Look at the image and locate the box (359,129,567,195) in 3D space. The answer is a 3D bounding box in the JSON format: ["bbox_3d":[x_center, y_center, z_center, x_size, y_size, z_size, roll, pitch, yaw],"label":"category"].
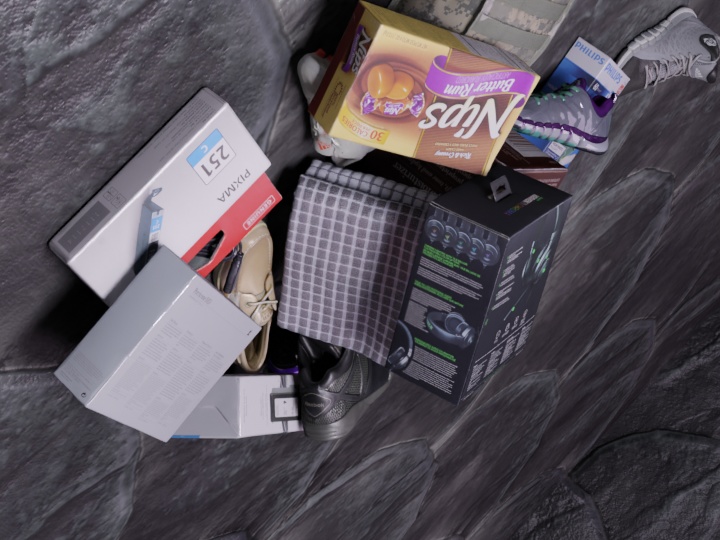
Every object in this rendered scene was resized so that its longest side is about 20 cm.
[{"bbox_3d":[0.100,-0.079,1.509,0.164,0.166,0.201,-8,132,-58],"label":"box"}]

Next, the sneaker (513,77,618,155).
[{"bbox_3d":[0.238,-0.209,1.654,0.198,0.074,0.089,11,99,-34],"label":"sneaker"}]

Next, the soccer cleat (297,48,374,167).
[{"bbox_3d":[-0.024,-0.154,1.313,0.078,0.069,0.200,-45,158,3],"label":"soccer cleat"}]

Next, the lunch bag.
[{"bbox_3d":[0.113,-0.250,1.348,0.163,0.118,0.201,3,126,-53],"label":"lunch bag"}]

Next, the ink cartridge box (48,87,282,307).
[{"bbox_3d":[-0.163,-0.040,1.211,0.200,0.045,0.177,-46,141,-9],"label":"ink cartridge box"}]

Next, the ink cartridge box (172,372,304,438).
[{"bbox_3d":[-0.130,0.151,1.488,0.199,0.115,0.069,7,81,-62],"label":"ink cartridge box"}]

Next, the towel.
[{"bbox_3d":[0.000,0.000,1.385,0.086,0.164,0.202,-63,165,-56],"label":"towel"}]

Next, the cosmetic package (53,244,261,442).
[{"bbox_3d":[-0.184,0.074,1.230,0.151,0.052,0.200,-48,160,-4],"label":"cosmetic package"}]

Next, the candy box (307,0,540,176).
[{"bbox_3d":[0.062,-0.168,1.242,0.198,0.057,0.117,12,118,-35],"label":"candy box"}]

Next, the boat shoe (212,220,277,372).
[{"bbox_3d":[-0.117,0.030,1.411,0.072,0.065,0.201,-30,149,-37],"label":"boat shoe"}]

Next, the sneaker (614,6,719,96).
[{"bbox_3d":[0.448,-0.294,1.871,0.200,0.115,0.075,-40,154,-22],"label":"sneaker"}]

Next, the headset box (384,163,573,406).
[{"bbox_3d":[0.122,0.004,1.320,0.174,0.092,0.202,-31,141,-55],"label":"headset box"}]

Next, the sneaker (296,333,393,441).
[{"bbox_3d":[-0.016,0.099,1.514,0.199,0.075,0.116,-46,135,-55],"label":"sneaker"}]

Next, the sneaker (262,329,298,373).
[{"bbox_3d":[-0.032,0.072,1.614,0.199,0.069,0.100,-32,148,-37],"label":"sneaker"}]

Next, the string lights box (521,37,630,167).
[{"bbox_3d":[0.269,-0.202,1.758,0.201,0.059,0.103,-55,153,9],"label":"string lights box"}]

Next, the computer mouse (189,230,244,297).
[{"bbox_3d":[-0.192,0.040,1.319,0.140,0.046,0.202,-9,124,-46],"label":"computer mouse"}]
